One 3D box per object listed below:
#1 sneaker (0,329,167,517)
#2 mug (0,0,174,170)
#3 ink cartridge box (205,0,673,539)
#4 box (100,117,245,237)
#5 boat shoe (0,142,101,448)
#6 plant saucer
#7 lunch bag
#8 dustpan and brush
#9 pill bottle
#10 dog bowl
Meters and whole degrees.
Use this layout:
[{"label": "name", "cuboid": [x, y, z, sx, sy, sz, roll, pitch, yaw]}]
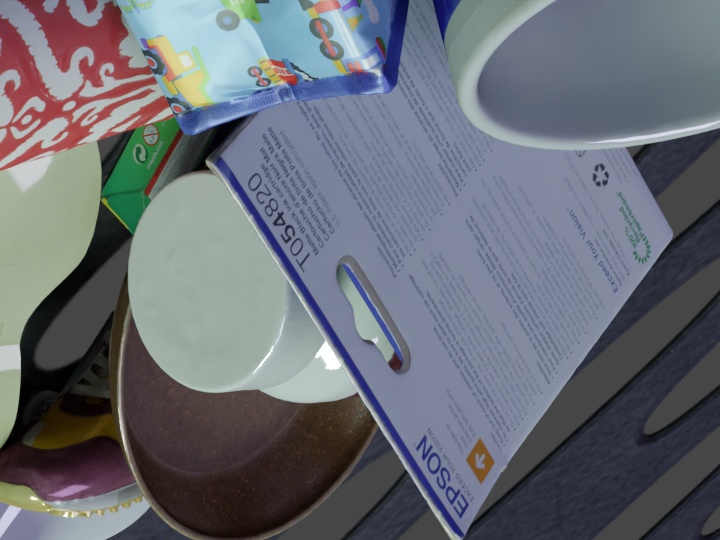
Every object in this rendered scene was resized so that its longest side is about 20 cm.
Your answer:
[{"label": "sneaker", "cuboid": [-0.103, 0.045, 1.250, 0.200, 0.075, 0.090, -30, 123, -49]}, {"label": "mug", "cuboid": [-0.156, -0.100, 1.007, 0.200, 0.177, 0.134, -18, 107, -46]}, {"label": "ink cartridge box", "cuboid": [0.029, -0.027, 1.071, 0.200, 0.041, 0.200, -51, 121, -37]}, {"label": "box", "cuboid": [-0.020, -0.069, 1.274, 0.200, 0.048, 0.117, -8, 137, -50]}, {"label": "boat shoe", "cuboid": [-0.168, -0.002, 1.161, 0.073, 0.063, 0.202, 2, 132, -27]}, {"label": "plant saucer", "cuboid": [-0.050, 0.025, 1.214, 0.200, 0.037, 0.201, -22, 120, -46]}, {"label": "lunch bag", "cuboid": [-0.028, -0.173, 0.990, 0.151, 0.094, 0.200, 64, 31, -29]}, {"label": "dustpan and brush", "cuboid": [-0.126, 0.095, 1.365, 0.140, 0.057, 0.200, -57, 145, -3]}, {"label": "pill bottle", "cuboid": [0.000, 0.000, 1.150, 0.200, 0.110, 0.110, -5, 134, -50]}, {"label": "dog bowl", "cuboid": [0.123, -0.121, 0.974, 0.199, 0.079, 0.200, -13, 162, -4]}]
